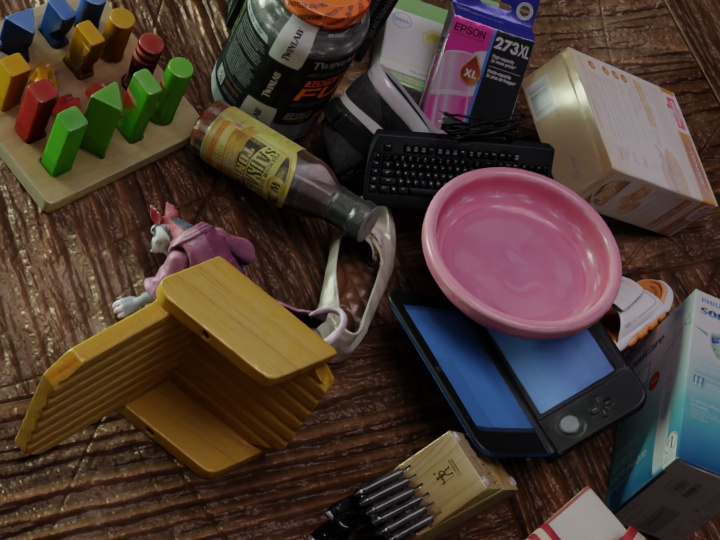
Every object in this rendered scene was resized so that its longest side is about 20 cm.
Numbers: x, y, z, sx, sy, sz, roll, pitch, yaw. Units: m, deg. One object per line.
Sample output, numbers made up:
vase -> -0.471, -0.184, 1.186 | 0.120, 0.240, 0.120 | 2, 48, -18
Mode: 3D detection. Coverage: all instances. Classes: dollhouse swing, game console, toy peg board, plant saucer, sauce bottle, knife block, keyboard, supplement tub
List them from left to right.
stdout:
toy peg board -> -0.272, -0.193, 1.648 | 0.200, 0.098, 0.199 | -31, 75, -36
dollhouse swing -> -0.157, 0.119, 1.435 | 0.182, 0.200, 0.176 | 39, 52, 3
sauce bottle -> -0.073, -0.095, 1.668 | 0.200, 0.066, 0.066 | 30, 51, 17
supplement tub -> -0.067, -0.228, 1.696 | 0.122, 0.200, 0.123 | 11, 56, -17
knife block -> 0.041, 0.221, 1.558 | 0.064, 0.175, 0.200 | 57, 11, 15
keyboard -> 0.104, -0.108, 1.696 | 0.200, 0.040, 0.104 | 2, 99, -21
plant saucer -> 0.152, -0.010, 1.653 | 0.200, 0.051, 0.201 | 10, 50, -12
game console -> 0.151, 0.074, 1.630 | 0.171, 0.118, 0.200 | -31, 63, -1

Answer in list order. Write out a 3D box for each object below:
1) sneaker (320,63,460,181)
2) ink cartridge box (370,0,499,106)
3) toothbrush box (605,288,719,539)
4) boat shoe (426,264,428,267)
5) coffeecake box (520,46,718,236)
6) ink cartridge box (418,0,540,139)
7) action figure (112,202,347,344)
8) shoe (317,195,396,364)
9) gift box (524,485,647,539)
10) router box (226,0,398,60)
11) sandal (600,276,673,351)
sneaker -> 0.034, -0.108, 1.750 | 0.200, 0.112, 0.073 | 51, 16, -21
ink cartridge box -> 0.090, -0.256, 1.881 | 0.145, 0.048, 0.200 | 17, 57, -12
toothbrush box -> 0.318, 0.144, 1.666 | 0.085, 0.146, 0.200 | 23, 54, -9
boat shoe -> 0.155, -0.026, 1.760 | 0.202, 0.075, 0.075 | 0, 34, -21
coffeecake box -> 0.278, -0.135, 1.826 | 0.200, 0.073, 0.154 | 14, 51, -45
ink cartridge box -> 0.122, -0.204, 1.798 | 0.095, 0.037, 0.200 | 16, 92, -13
action figure -> -0.131, 0.020, 1.553 | 0.134, 0.149, 0.200 | -36, 92, -30
shoe -> 0.000, 0.000, 1.673 | 0.070, 0.053, 0.200 | 21, 54, -9
gift box -> 0.186, 0.320, 1.470 | 0.200, 0.187, 0.184 | 44, 53, 8
router box -> -0.035, -0.312, 1.763 | 0.157, 0.200, 0.052 | 14, 56, -17
sandal -> 0.242, 0.053, 1.724 | 0.207, 0.079, 0.059 | -41, 112, -35
